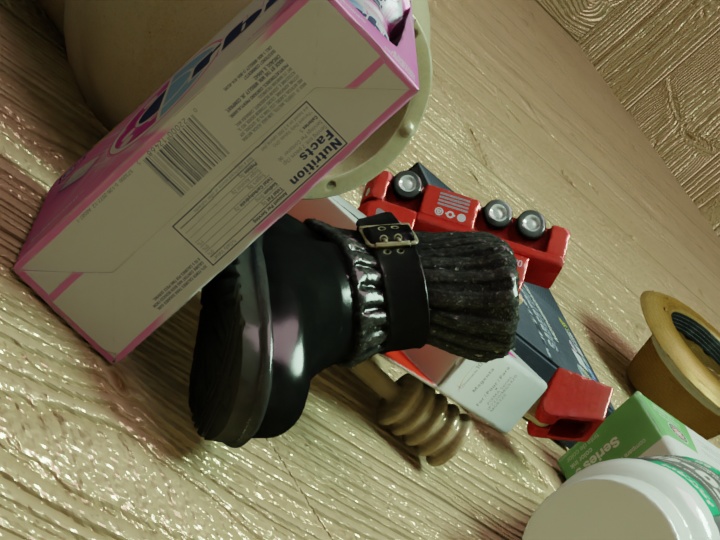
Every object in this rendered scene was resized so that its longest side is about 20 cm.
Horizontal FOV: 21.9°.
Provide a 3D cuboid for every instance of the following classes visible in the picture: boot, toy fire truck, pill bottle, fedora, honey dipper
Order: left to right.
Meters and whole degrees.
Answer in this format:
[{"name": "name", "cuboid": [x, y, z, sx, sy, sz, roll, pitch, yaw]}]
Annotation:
[{"name": "honey dipper", "cuboid": [-0.018, 0.037, 1.059, 0.200, 0.038, 0.038, 42, 15, -16]}, {"name": "boot", "cuboid": [0.003, 0.025, 0.903, 0.157, 0.080, 0.211, 13, 26, -9]}, {"name": "toy fire truck", "cuboid": [0.081, 0.024, 1.266, 0.199, 0.142, 0.049, 18, -24, -1]}, {"name": "pill bottle", "cuboid": [0.168, 0.168, 1.112, 0.113, 0.113, 0.200, 53, 14, 16]}, {"name": "fedora", "cuboid": [0.317, 0.109, 1.789, 0.200, 0.082, 0.201, 40, 20, -18]}]

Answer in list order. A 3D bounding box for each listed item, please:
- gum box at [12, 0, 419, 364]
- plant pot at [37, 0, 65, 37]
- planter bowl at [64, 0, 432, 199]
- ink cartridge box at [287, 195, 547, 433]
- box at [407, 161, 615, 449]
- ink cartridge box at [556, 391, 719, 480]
[{"name": "gum box", "cuboid": [-0.059, -0.063, 0.845, 0.066, 0.200, 0.114, 45, 16, -15]}, {"name": "plant pot", "cuboid": [-0.119, -0.191, 1.095, 0.200, 0.199, 0.135, 11, 77, -68]}, {"name": "planter bowl", "cuboid": [-0.043, -0.119, 0.993, 0.200, 0.200, 0.135, 37, 5, -39]}, {"name": "ink cartridge box", "cuboid": [0.000, 0.000, 1.099, 0.200, 0.044, 0.173, 44, 5, 38]}, {"name": "box", "cuboid": [0.102, 0.026, 1.415, 0.158, 0.051, 0.200, 37, 19, -37]}, {"name": "ink cartridge box", "cuboid": [0.243, 0.203, 1.307, 0.145, 0.087, 0.200, 34, 19, -45]}]
